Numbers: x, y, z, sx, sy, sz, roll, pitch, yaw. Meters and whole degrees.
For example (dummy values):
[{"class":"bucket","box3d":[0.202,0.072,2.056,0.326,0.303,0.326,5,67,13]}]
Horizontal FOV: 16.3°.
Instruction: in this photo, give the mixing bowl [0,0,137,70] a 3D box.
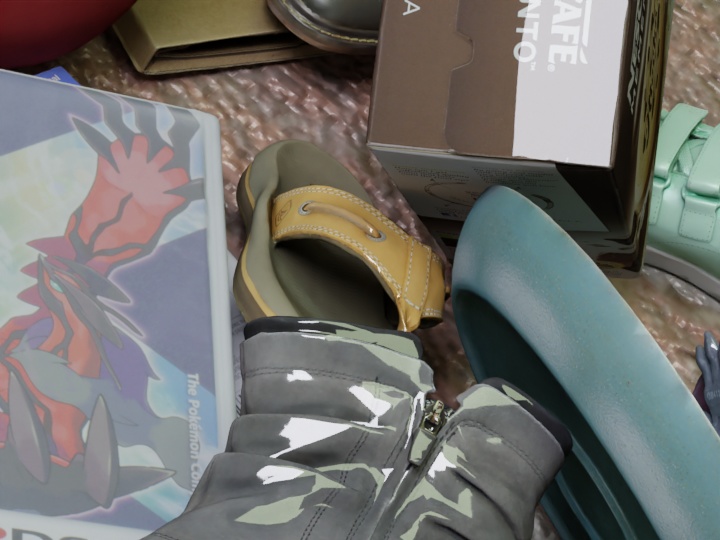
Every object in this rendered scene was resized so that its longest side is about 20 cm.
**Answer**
[{"class":"mixing bowl","box3d":[-0.142,-0.142,0.884,0.199,0.109,0.201,11,41,-10]}]

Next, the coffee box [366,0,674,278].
[{"class":"coffee box","box3d":[0.061,-0.071,0.859,0.079,0.200,0.114,6,82,10]}]

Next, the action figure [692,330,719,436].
[{"class":"action figure","box3d":[0.210,0.067,0.897,0.199,0.134,0.150,0,53,-26]}]

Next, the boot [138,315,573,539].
[{"class":"boot","box3d":[-0.042,0.072,0.715,0.199,0.070,0.133,19,68,-20]}]

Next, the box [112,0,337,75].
[{"class":"box","box3d":[-0.063,-0.167,1.023,0.163,0.021,0.201,-11,59,-37]}]

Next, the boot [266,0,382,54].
[{"class":"boot","box3d":[0.042,-0.155,0.988,0.075,0.097,0.200,44,43,11]}]

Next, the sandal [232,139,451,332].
[{"class":"sandal","box3d":[0.000,0.000,0.846,0.080,0.054,0.200,39,18,-23]}]

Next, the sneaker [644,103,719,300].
[{"class":"sneaker","box3d":[0.151,-0.048,0.974,0.200,0.118,0.074,31,45,0]}]

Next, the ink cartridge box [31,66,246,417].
[{"class":"ink cartridge box","box3d":[-0.086,0.028,0.829,0.119,0.042,0.200,-28,72,-41]}]

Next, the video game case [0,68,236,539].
[{"class":"video game case","box3d":[-0.126,0.015,0.776,0.181,0.023,0.201,11,50,-21]}]

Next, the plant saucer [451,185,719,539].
[{"class":"plant saucer","box3d":[0.081,0.066,0.787,0.027,0.200,0.201,-30,68,-9]}]
